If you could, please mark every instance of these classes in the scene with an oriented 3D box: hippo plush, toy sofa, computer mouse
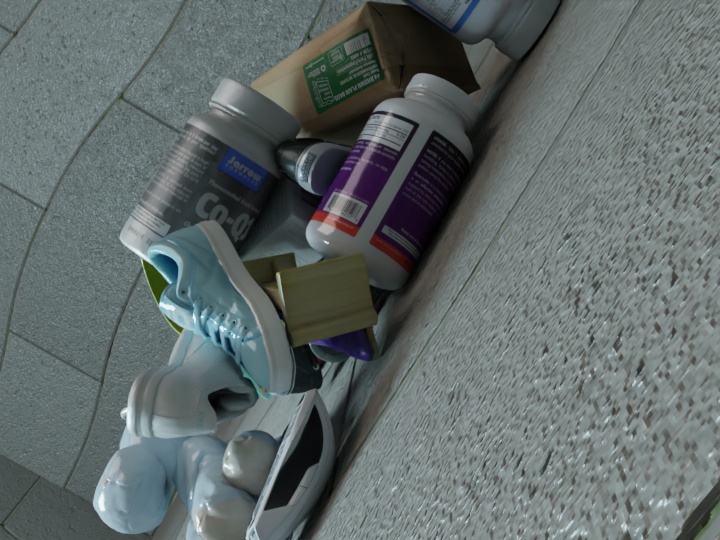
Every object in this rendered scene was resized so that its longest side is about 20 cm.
[{"bbox_3d":[-0.152,0.175,0.801,0.160,0.160,0.201,100,-167,-55],"label":"hippo plush"},{"bbox_3d":[-0.062,0.037,0.833,0.200,0.082,0.098,5,105,66],"label":"toy sofa"},{"bbox_3d":[-0.059,0.187,0.672,0.110,0.044,0.201,121,172,-72],"label":"computer mouse"}]

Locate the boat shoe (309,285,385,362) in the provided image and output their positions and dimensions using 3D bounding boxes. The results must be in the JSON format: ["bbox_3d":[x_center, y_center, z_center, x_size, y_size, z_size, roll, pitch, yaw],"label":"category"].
[{"bbox_3d":[0.001,0.001,0.961,0.065,0.074,0.203,-135,68,-80],"label":"boat shoe"}]

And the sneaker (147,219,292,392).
[{"bbox_3d":[-0.128,0.039,0.773,0.082,0.200,0.074,-19,-43,-23],"label":"sneaker"}]

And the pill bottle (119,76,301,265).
[{"bbox_3d":[-0.151,-0.090,0.919,0.201,0.113,0.114,-59,5,0],"label":"pill bottle"}]

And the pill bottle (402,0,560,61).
[{"bbox_3d":[0.107,-0.311,0.935,0.113,0.199,0.112,-56,7,11],"label":"pill bottle"}]

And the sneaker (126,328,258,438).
[{"bbox_3d":[-0.129,0.097,0.788,0.200,0.088,0.076,-63,-21,-68],"label":"sneaker"}]

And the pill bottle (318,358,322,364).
[{"bbox_3d":[-0.069,0.044,1.165,0.201,0.112,0.112,-59,5,11],"label":"pill bottle"}]

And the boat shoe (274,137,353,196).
[{"bbox_3d":[-0.016,-0.107,0.949,0.200,0.056,0.069,8,-74,-60],"label":"boat shoe"}]

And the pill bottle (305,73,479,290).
[{"bbox_3d":[0.037,-0.089,0.876,0.201,0.112,0.112,-60,5,-8],"label":"pill bottle"}]

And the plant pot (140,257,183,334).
[{"bbox_3d":[-0.170,-0.029,1.200,0.199,0.188,0.187,-20,-18,-31],"label":"plant pot"}]

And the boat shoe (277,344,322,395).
[{"bbox_3d":[-0.091,0.072,1.051,0.201,0.056,0.069,-109,30,-48],"label":"boat shoe"}]

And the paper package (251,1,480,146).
[{"bbox_3d":[0.005,-0.213,1.025,0.199,0.104,0.190,-22,-3,38],"label":"paper package"}]

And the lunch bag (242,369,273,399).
[{"bbox_3d":[-0.100,0.068,1.316,0.200,0.122,0.170,-50,3,13],"label":"lunch bag"}]

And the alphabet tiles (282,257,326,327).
[{"bbox_3d":[-0.095,-0.005,1.027,0.195,0.015,0.201,-7,56,47],"label":"alphabet tiles"}]

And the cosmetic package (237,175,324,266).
[{"bbox_3d":[-0.117,-0.025,0.990,0.200,0.074,0.102,-37,39,30],"label":"cosmetic package"}]
